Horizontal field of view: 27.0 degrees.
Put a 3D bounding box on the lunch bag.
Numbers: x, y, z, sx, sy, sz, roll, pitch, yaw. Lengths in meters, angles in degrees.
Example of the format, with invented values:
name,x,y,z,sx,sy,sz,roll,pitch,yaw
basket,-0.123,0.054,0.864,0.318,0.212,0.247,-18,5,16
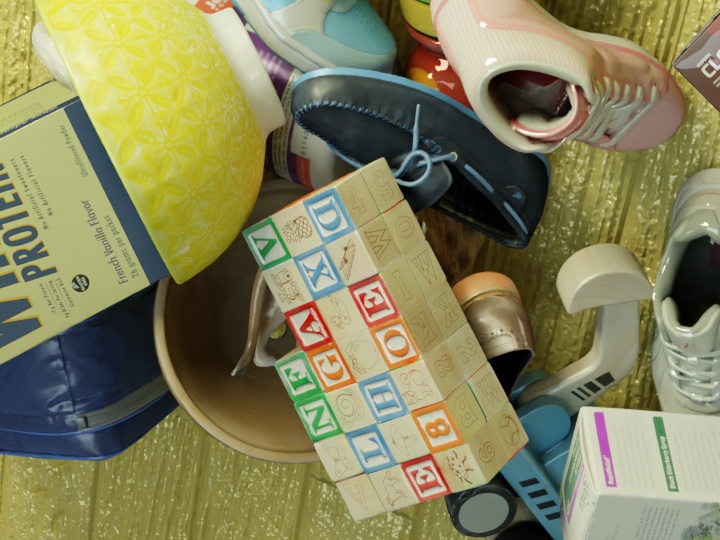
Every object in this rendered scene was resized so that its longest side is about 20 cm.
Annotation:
name,x,y,z,sx,sy,sz,roll,pitch,yaw
lunch bag,-0.251,0.083,1.212,0.198,0.136,0.134,-1,108,31

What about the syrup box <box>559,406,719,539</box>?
name,x,y,z,sx,sy,sz,roll,pitch,yaw
syrup box,0.233,0.148,0.966,0.197,0.082,0.079,5,129,-3

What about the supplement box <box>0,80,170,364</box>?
name,x,y,z,sx,sy,sz,roll,pitch,yaw
supplement box,-0.264,-0.027,1.059,0.199,0.200,0.135,-29,107,-11

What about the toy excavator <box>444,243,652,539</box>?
name,x,y,z,sx,sy,sz,roll,pitch,yaw
toy excavator,0.138,0.097,1.038,0.199,0.100,0.195,-32,120,10

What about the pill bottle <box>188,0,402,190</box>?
name,x,y,z,sx,sy,sz,roll,pitch,yaw
pill bottle,-0.080,-0.137,1.051,0.198,0.111,0.112,24,119,17

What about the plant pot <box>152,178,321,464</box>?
name,x,y,z,sx,sy,sz,roll,pitch,yaw
plant pot,-0.055,0.038,1.095,0.202,0.200,0.093,58,166,-4

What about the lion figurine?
name,x,y,z,sx,sy,sz,roll,pitch,yaw
lion figurine,0.000,0.000,1.021,0.072,0.198,0.124,-155,57,-64

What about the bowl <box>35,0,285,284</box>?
name,x,y,z,sx,sy,sz,roll,pitch,yaw
bowl,-0.110,-0.103,0.931,0.107,0.200,0.202,-26,98,-5

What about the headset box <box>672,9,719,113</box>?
name,x,y,z,sx,sy,sz,roll,pitch,yaw
headset box,0.275,-0.104,0.860,0.200,0.149,0.077,47,122,4

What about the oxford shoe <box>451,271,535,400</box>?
name,x,y,z,sx,sy,sz,roll,pitch,yaw
oxford shoe,0.049,0.097,1.001,0.201,0.071,0.073,-60,36,30

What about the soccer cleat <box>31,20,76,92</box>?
name,x,y,z,sx,sy,sz,roll,pitch,yaw
soccer cleat,-0.175,-0.116,1.138,0.199,0.069,0.078,36,125,7

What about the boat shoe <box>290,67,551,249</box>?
name,x,y,z,sx,sy,sz,roll,pitch,yaw
boat shoe,0.045,-0.069,0.955,0.198,0.069,0.084,18,159,-24

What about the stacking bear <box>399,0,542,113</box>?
name,x,y,z,sx,sy,sz,roll,pitch,yaw
stacking bear,0.068,-0.182,0.961,0.121,0.113,0.202,30,135,37

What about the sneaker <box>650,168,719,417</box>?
name,x,y,z,sx,sy,sz,roll,pitch,yaw
sneaker,0.217,0.041,0.975,0.077,0.099,0.202,5,112,25

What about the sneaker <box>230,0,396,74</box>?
name,x,y,z,sx,sy,sz,roll,pitch,yaw
sneaker,-0.026,-0.207,0.912,0.200,0.080,0.130,42,130,-16

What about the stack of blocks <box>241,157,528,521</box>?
name,x,y,z,sx,sy,sz,roll,pitch,yaw
stack of blocks,0.006,0.046,0.938,0.115,0.058,0.202,-22,98,40

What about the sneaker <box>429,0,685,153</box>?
name,x,y,z,sx,sy,sz,roll,pitch,yaw
sneaker,0.130,-0.101,0.908,0.199,0.105,0.075,24,123,-33
